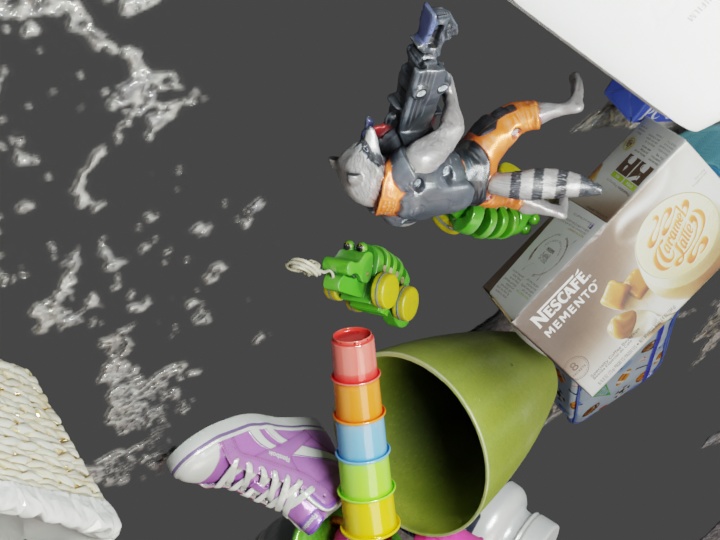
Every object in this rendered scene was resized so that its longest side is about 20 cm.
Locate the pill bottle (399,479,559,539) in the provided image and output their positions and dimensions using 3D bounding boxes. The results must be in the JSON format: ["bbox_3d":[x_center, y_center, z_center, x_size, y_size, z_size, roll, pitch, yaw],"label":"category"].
[{"bbox_3d":[0.113,0.265,1.428,0.111,0.199,0.111,-47,154,-31],"label":"pill bottle"}]

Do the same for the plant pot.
[{"bbox_3d":[0.106,0.136,1.297,0.199,0.187,0.188,-25,155,-46],"label":"plant pot"}]

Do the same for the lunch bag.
[{"bbox_3d":[0.292,0.086,1.492,0.160,0.076,0.200,-28,153,-14],"label":"lunch bag"}]

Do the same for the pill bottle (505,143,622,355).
[{"bbox_3d":[0.226,-0.016,1.216,0.113,0.114,0.200,-8,143,-38],"label":"pill bottle"}]

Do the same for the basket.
[{"bbox_3d":[-0.312,0.160,0.888,0.198,0.161,0.200,-38,151,9],"label":"basket"}]

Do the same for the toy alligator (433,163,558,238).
[{"bbox_3d":[0.125,-0.051,1.103,0.199,0.054,0.059,0,139,-46],"label":"toy alligator"}]

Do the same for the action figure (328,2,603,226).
[{"bbox_3d":[0.074,-0.092,0.941,0.192,0.105,0.201,-10,142,-12],"label":"action figure"}]

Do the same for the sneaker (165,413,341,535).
[{"bbox_3d":[-0.085,0.200,1.239,0.200,0.115,0.073,1,139,-45],"label":"sneaker"}]

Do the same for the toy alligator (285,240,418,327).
[{"bbox_3d":[0.000,0.000,1.080,0.200,0.059,0.055,32,70,-58],"label":"toy alligator"}]

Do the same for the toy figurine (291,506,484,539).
[{"bbox_3d":[0.058,0.307,1.323,0.200,0.183,0.151,35,66,-47],"label":"toy figurine"}]

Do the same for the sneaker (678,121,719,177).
[{"bbox_3d":[0.348,-0.098,1.236,0.130,0.080,0.200,-21,170,-25],"label":"sneaker"}]

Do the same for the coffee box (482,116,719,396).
[{"bbox_3d":[0.215,-0.011,1.078,0.200,0.080,0.114,-46,116,6],"label":"coffee box"}]

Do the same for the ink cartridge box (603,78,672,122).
[{"bbox_3d":[0.309,-0.178,1.122,0.199,0.044,0.094,-7,141,-40],"label":"ink cartridge box"}]

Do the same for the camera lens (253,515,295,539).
[{"bbox_3d":[-0.084,0.386,1.481,0.159,0.160,0.200,0,138,-45],"label":"camera lens"}]

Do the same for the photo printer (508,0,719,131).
[{"bbox_3d":[0.215,-0.196,0.865,0.199,0.070,0.166,32,118,-19],"label":"photo printer"}]

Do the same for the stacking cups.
[{"bbox_3d":[-0.003,0.154,1.212,0.060,0.060,0.201,-18,113,-26],"label":"stacking cups"}]
